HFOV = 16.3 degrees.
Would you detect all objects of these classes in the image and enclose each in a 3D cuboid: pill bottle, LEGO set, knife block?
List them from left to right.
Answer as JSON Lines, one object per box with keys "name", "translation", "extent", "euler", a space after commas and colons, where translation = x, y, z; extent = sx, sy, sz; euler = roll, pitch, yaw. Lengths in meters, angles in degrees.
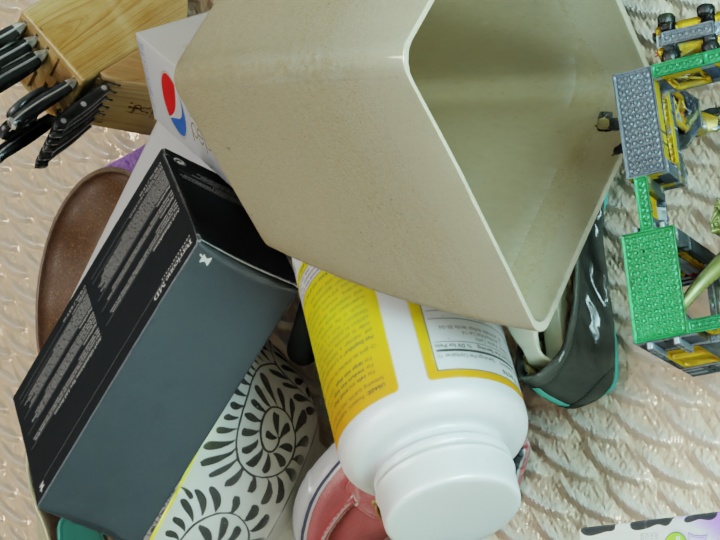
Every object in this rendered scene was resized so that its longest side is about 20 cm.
{"name": "knife block", "translation": [-0.213, -0.165, 1.792], "extent": [0.064, 0.175, 0.200], "euler": [129, 147, -52]}
{"name": "pill bottle", "translation": [0.030, 0.054, 1.432], "extent": [0.109, 0.109, 0.200], "euler": [-49, 43, 40]}
{"name": "LEGO set", "translation": [0.207, -0.031, 1.304], "extent": [0.154, 0.116, 0.200], "euler": [-20, 70, 20]}

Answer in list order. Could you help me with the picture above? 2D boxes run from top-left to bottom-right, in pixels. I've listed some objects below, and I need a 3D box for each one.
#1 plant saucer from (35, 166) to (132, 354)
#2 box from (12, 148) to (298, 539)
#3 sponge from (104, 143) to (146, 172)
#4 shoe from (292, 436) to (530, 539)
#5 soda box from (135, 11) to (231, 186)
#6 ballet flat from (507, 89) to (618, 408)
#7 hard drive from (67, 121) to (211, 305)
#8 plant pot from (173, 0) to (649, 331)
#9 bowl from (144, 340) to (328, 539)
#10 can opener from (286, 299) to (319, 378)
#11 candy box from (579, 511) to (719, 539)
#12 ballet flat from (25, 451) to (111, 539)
{"name": "plant saucer", "translation": [-0.171, 0.026, 1.812], "extent": [0.200, 0.037, 0.201], "euler": [-7, 82, 55]}
{"name": "box", "translation": [-0.130, 0.047, 1.562], "extent": [0.200, 0.079, 0.141], "euler": [-57, 23, 16]}
{"name": "sponge", "translation": [-0.138, -0.040, 1.829], "extent": [0.200, 0.030, 0.112], "euler": [-23, 68, 51]}
{"name": "shoe", "translation": [0.029, 0.135, 1.532], "extent": [0.200, 0.071, 0.091], "euler": [-53, 41, 30]}
{"name": "soda box", "translation": [-0.079, -0.109, 1.611], "extent": [0.200, 0.068, 0.064], "euler": [-139, 34, -60]}
{"name": "ballet flat", "translation": [0.109, -0.021, 1.444], "extent": [0.068, 0.068, 0.200], "euler": [-25, 66, 49]}
{"name": "hard drive", "translation": [-0.113, -0.031, 1.702], "extent": [0.132, 0.025, 0.200], "euler": [12, 71, 39]}
{"name": "plant pot", "translation": [0.021, -0.105, 1.366], "extent": [0.177, 0.200, 0.200], "euler": [1, 46, 33]}
{"name": "bowl", "translation": [-0.079, 0.136, 1.639], "extent": [0.201, 0.094, 0.201], "euler": [-61, 9, 16]}
{"name": "can opener", "translation": [0.000, 0.000, 1.576], "extent": [0.053, 0.066, 0.200], "euler": [37, 141, 14]}
{"name": "candy box", "translation": [0.203, 0.206, 1.278], "extent": [0.200, 0.071, 0.168], "euler": [-15, 73, 52]}
{"name": "ballet flat", "translation": [-0.220, 0.177, 1.890], "extent": [0.069, 0.069, 0.200], "euler": [-21, 69, 52]}
